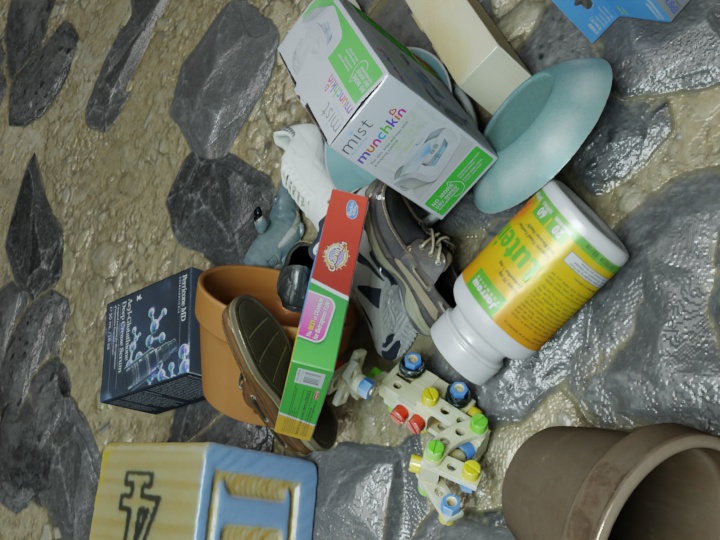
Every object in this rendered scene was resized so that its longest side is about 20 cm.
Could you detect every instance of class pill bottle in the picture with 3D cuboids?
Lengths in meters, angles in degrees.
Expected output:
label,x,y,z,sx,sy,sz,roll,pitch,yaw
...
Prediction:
label,x,y,z,sx,sy,sz,roll,pitch,yaw
pill bottle,0.164,0.018,0.903,0.201,0.110,0.112,-48,49,18

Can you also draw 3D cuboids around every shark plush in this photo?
label,x,y,z,sx,sy,sz,roll,pitch,yaw
shark plush,-0.112,-0.058,1.196,0.090,0.083,0.204,20,88,46

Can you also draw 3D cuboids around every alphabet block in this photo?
label,x,y,z,sx,sy,sz,roll,pitch,yaw
alphabet block,-0.189,0.314,1.062,0.197,0.194,0.201,-9,67,40

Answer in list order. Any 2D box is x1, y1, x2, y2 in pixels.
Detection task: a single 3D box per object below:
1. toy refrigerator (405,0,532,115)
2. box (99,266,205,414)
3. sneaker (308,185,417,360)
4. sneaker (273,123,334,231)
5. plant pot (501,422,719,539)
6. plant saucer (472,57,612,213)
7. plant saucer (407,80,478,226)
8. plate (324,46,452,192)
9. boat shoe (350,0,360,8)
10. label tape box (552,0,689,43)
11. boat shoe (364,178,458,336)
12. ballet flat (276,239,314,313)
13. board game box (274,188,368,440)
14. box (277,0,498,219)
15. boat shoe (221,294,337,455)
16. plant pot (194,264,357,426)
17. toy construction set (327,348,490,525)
label,x,y,z,sx,sy,sz,roll,pitch,yaw
toy refrigerator,0.122,-0.278,1.058,0.070,0.075,0.202,-42,46,22
box,-0.266,0.105,1.263,0.197,0.106,0.152,-20,61,34
sneaker,0.000,0.000,1.051,0.128,0.079,0.204,9,118,48
sneaker,-0.063,-0.110,1.159,0.077,0.079,0.203,104,158,-48
plant pot,0.210,0.213,0.757,0.174,0.197,0.204,17,86,60
plant saucer,0.177,-0.154,0.939,0.201,0.038,0.202,-47,21,23
plant saucer,0.069,-0.133,1.085,0.197,0.050,0.205,-16,66,38
plate,0.036,-0.171,1.078,0.197,0.025,0.205,-16,65,37
boat shoe,-0.022,-0.295,1.218,0.069,0.071,0.203,-51,52,44
label tape box,0.291,-0.321,0.889,0.201,0.143,0.064,-50,51,17
boat shoe,0.069,-0.018,0.965,0.072,0.202,0.075,-7,37,32
ballet flat,-0.063,-0.004,1.097,0.200,0.065,0.058,-86,11,-72
board game box,-0.039,0.045,0.898,0.154,0.039,0.203,108,174,-54
box,0.023,-0.176,0.936,0.097,0.175,0.202,-46,41,19
boat shoe,-0.102,0.121,0.958,0.067,0.203,0.072,-15,23,33
plant pot,-0.115,0.094,1.086,0.199,0.197,0.143,31,112,43
toy construction set,0.054,0.156,0.932,0.199,0.131,0.093,40,143,12
